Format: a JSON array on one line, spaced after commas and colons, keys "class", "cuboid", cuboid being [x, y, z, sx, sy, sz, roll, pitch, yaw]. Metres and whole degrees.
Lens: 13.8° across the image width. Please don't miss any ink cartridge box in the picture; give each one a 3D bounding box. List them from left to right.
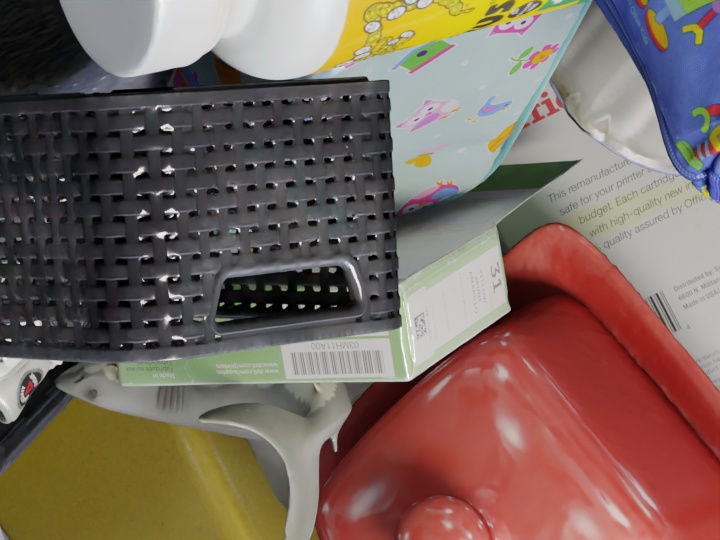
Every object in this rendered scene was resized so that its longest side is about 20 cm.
[{"class": "ink cartridge box", "cuboid": [0.000, 0.000, 1.319, 0.145, 0.048, 0.200, -3, -167, 29]}, {"class": "ink cartridge box", "cuboid": [0.144, -0.013, 1.420, 0.145, 0.201, 0.083, -25, 166, -2]}]

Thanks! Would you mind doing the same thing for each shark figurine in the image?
[{"class": "shark figurine", "cuboid": [-0.037, 0.074, 1.324, 0.128, 0.090, 0.214, -15, -164, -24]}]

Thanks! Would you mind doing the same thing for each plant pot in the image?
[{"class": "plant pot", "cuboid": [-0.055, 0.116, 1.549, 0.199, 0.177, 0.200, -11, 157, -39]}]

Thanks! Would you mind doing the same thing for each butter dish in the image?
[{"class": "butter dish", "cuboid": [0.062, 0.112, 1.302, 0.200, 0.200, 0.148, -45, 165, 22]}]

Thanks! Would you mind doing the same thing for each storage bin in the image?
[{"class": "storage bin", "cuboid": [-0.093, -0.021, 1.101, 0.135, 0.094, 0.200, -7, -174, -43]}]

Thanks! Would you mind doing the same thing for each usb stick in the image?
[{"class": "usb stick", "cuboid": [-0.166, 0.070, 1.380, 0.055, 0.033, 0.200, -23, -173, 11]}]

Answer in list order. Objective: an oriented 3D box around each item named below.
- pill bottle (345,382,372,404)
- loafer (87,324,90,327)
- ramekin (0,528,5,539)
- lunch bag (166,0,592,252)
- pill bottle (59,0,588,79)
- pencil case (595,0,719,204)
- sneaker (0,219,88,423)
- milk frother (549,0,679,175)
[{"class": "pill bottle", "cuboid": [0.061, 0.114, 1.448, 0.113, 0.201, 0.114, -22, 171, -4]}, {"class": "loafer", "cuboid": [-0.041, 0.005, 1.432, 0.199, 0.068, 0.076, -16, 160, -28]}, {"class": "ramekin", "cuboid": [-0.251, 0.156, 1.380, 0.202, 0.094, 0.203, -31, 138, -33]}, {"class": "lunch bag", "cuboid": [0.007, -0.086, 1.227, 0.160, 0.077, 0.200, -20, 162, -24]}, {"class": "pill bottle", "cuboid": [-0.003, -0.129, 1.031, 0.199, 0.113, 0.113, -17, 160, -28]}, {"class": "pencil case", "cuboid": [0.120, -0.115, 1.111, 0.087, 0.200, 0.078, -26, 155, -1]}, {"class": "sneaker", "cuboid": [-0.147, 0.019, 1.297, 0.199, 0.089, 0.074, -25, 161, -7]}, {"class": "milk frother", "cuboid": [0.208, -0.108, 1.245, 0.180, 0.200, 0.188, -19, 162, -32]}]
